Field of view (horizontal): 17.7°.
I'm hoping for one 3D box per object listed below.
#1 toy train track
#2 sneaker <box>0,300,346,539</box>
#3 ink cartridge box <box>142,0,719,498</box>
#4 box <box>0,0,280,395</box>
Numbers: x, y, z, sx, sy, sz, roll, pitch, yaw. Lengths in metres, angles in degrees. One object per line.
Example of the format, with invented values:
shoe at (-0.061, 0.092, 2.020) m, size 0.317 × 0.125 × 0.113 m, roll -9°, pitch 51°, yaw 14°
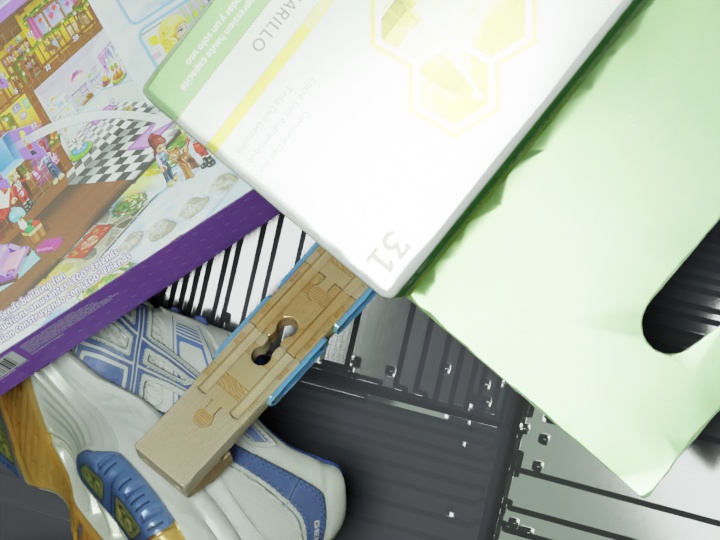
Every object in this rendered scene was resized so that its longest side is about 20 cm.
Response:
toy train track at (0.000, 0.000, 0.793) m, size 0.114 × 0.033 × 0.200 m, roll 36°, pitch 71°, yaw 20°
sneaker at (-0.083, 0.043, 0.832) m, size 0.200 × 0.088 × 0.076 m, roll 50°, pitch 146°, yaw 28°
ink cartridge box at (0.054, -0.046, 0.712) m, size 0.200 × 0.048 × 0.146 m, roll 40°, pitch 95°, yaw 7°
box at (-0.085, -0.064, 0.784) m, size 0.199 × 0.039 × 0.137 m, roll -32°, pitch 74°, yaw 3°
